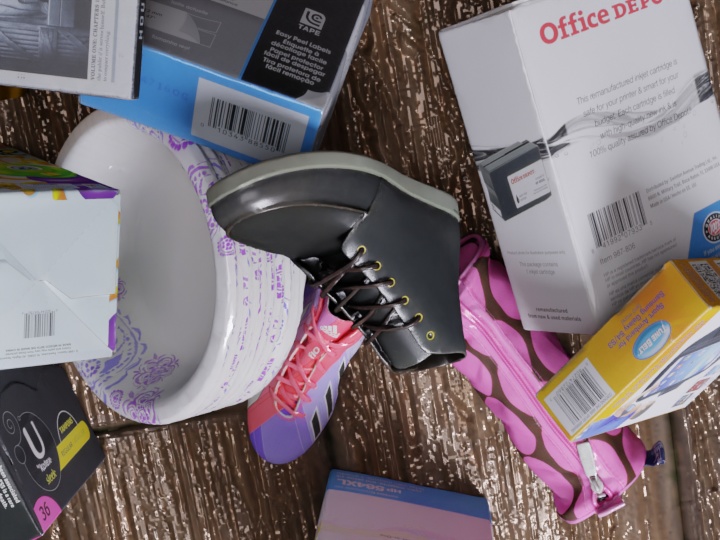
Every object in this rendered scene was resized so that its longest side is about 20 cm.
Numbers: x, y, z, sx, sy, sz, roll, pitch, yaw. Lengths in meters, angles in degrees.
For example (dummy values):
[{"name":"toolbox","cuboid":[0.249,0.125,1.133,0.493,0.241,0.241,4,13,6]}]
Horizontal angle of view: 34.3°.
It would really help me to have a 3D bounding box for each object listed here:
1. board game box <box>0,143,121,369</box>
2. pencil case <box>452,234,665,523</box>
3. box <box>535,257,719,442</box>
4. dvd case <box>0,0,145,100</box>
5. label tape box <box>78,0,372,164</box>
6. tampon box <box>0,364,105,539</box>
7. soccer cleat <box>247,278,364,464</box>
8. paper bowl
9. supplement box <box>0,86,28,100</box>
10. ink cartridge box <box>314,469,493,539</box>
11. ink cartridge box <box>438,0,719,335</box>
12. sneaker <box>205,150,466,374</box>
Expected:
[{"name":"board game box","cuboid":[-0.242,-0.018,0.738,0.104,0.199,0.105,-4,106,-38]},{"name":"pencil case","cuboid":[0.112,0.074,0.794,0.090,0.094,0.201,-39,95,20]},{"name":"box","cuboid":[0.204,0.045,0.732,0.119,0.198,0.042,-50,61,28]},{"name":"dvd case","cuboid":[-0.207,-0.175,0.601,0.196,0.025,0.153,6,101,0]},{"name":"label tape box","cuboid":[-0.068,-0.165,0.710,0.141,0.202,0.066,18,143,-1]},{"name":"tampon box","cuboid":[-0.305,0.138,0.808,0.197,0.150,0.128,-24,99,9]},{"name":"soccer cleat","cuboid":[-0.028,0.050,0.808,0.066,0.077,0.202,28,102,-2]},{"name":"paper bowl","cuboid":[-0.113,-0.009,0.762,0.199,0.103,0.205,10,104,43]},{"name":"supplement box","cuboid":[-0.294,-0.209,0.712,0.198,0.197,0.134,30,101,-3]},{"name":"ink cartridge box","cuboid":[0.019,0.239,0.780,0.123,0.200,0.131,12,102,1]},{"name":"ink cartridge box","cuboid":[0.150,-0.080,0.735,0.143,0.084,0.203,-23,101,-28]},{"name":"sneaker","cuboid":[0.000,0.000,0.670,0.074,0.198,0.108,-23,69,39]}]
